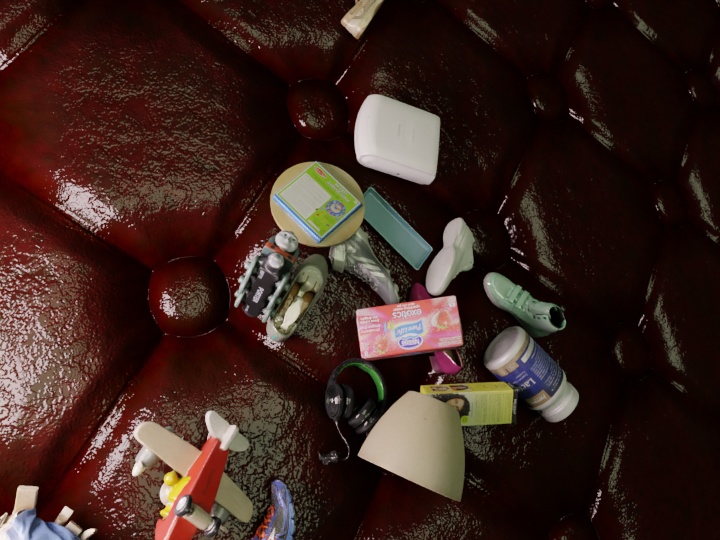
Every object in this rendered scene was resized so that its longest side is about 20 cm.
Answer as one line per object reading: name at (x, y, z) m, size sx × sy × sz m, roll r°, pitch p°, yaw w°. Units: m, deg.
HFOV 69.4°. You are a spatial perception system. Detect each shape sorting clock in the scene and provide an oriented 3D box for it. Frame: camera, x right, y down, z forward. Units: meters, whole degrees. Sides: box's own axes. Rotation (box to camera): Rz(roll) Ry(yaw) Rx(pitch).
shape sorting clock at (-0.087, -0.138, 1.071) m, size 0.195 × 0.039 × 0.204 m, roll 3°, pitch 66°, yaw -7°

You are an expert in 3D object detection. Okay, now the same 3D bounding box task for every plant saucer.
plant saucer at (0.071, -0.091, 1.149) m, size 0.200 × 0.019 × 0.070 m, roll 44°, pitch 65°, yaw -8°

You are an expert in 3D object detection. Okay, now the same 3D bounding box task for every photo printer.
photo printer at (0.082, -0.299, 1.178) m, size 0.196 × 0.069 × 0.170 m, roll 14°, pitch 71°, yaw -19°

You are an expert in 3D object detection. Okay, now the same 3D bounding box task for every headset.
headset at (-0.023, 0.271, 1.000) m, size 0.122 × 0.094 × 0.202 m, roll 31°, pitch 52°, yaw -12°

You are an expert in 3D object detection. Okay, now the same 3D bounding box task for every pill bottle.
pill bottle at (0.375, 0.229, 1.138) m, size 0.200 × 0.116 × 0.116 m, roll 43°, pitch 65°, yaw -6°

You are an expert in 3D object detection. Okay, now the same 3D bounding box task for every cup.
cup at (0.110, 0.309, 0.953) m, size 0.197 × 0.200 × 0.146 m, roll 27°, pitch 73°, yaw -14°

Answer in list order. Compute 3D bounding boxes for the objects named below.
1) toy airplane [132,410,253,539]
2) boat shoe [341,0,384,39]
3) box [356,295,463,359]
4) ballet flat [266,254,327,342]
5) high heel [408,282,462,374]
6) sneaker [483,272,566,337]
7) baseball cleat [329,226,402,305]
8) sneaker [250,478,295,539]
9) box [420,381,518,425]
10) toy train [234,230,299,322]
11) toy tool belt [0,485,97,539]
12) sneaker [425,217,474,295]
toy airplane at (-0.270, 0.336, 0.846) m, size 0.198 × 0.139 × 0.204 m, roll 8°, pitch 58°, yaw -60°
boat shoe at (0.021, -0.648, 1.243) m, size 0.064 × 0.071 × 0.203 m, roll 33°, pitch 68°, yaw -12°
box at (0.096, 0.116, 1.018) m, size 0.195 × 0.100 × 0.098 m, roll -8°, pitch 77°, yaw 5°
ballet flat at (-0.113, 0.049, 1.011) m, size 0.067 × 0.064 × 0.202 m, roll 34°, pitch 66°, yaw -11°
high heel at (0.163, 0.116, 1.089) m, size 0.066 × 0.096 × 0.204 m, roll -18°, pitch 84°, yaw -25°
sneaker at (0.379, 0.067, 1.181) m, size 0.200 × 0.118 × 0.074 m, roll 42°, pitch 67°, yaw -6°
baseball cleat at (0.000, 0.000, 1.077) m, size 0.105 × 0.070 × 0.202 m, roll -27°, pitch 78°, yaw -20°
sneaker at (-0.156, 0.462, 0.882) m, size 0.077 × 0.075 × 0.205 m, roll 10°, pitch 71°, yaw -16°
box at (0.221, 0.274, 1.065) m, size 0.195 × 0.050 × 0.077 m, roll -2°, pitch 99°, yaw -10°
toy train at (-0.165, 0.009, 0.933) m, size 0.084 × 0.201 × 0.115 m, roll 28°, pitch 53°, yaw -7°
toy tool belt at (-0.441, 0.412, 0.749) m, size 0.199 × 0.125 × 0.124 m, roll 38°, pitch 74°, yaw -10°
sneaker at (0.214, -0.018, 1.163) m, size 0.088 × 0.075 × 0.202 m, roll 41°, pitch 60°, yaw -25°
